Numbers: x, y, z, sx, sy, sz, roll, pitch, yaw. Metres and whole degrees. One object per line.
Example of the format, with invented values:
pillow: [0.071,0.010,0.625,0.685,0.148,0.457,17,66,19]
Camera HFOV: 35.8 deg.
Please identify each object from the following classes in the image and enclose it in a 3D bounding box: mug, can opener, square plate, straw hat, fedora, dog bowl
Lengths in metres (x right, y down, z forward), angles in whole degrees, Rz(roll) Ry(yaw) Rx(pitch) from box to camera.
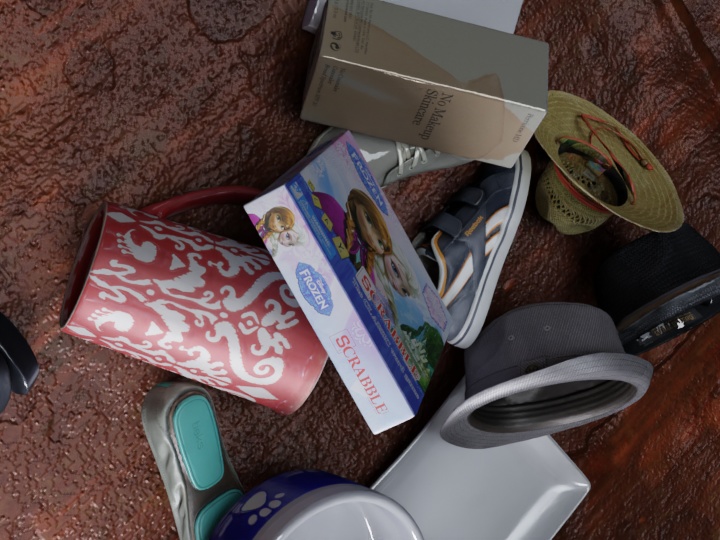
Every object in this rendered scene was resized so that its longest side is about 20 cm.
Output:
mug: [-0.136,0.015,0.931,0.199,0.178,0.134,19,122,-21]
can opener: [-0.337,0.035,0.859,0.063,0.079,0.200,-33,108,21]
square plate: [0.110,0.222,1.096,0.200,0.028,0.198,-47,112,-15]
straw hat: [0.215,-0.080,1.085,0.200,0.202,0.085,21,127,-25]
fedora: [0.293,0.015,1.102,0.199,0.201,0.092,-18,72,-23]
fedora: [0.162,0.089,1.024,0.177,0.199,0.091,26,47,-51]
dog bowl: [-0.039,0.275,0.944,0.199,0.079,0.202,-7,101,-37]

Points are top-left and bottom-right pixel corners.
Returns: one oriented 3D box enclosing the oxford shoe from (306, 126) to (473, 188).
oxford shoe: [0.044,-0.117,1.024,0.199,0.058,0.076,-15,102,-23]

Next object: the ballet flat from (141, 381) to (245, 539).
ballet flat: [-0.139,0.186,0.957,0.067,0.063,0.201,-25,110,-38]

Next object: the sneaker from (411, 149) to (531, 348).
sneaker: [0.097,-0.034,1.044,0.079,0.078,0.201,22,76,-13]

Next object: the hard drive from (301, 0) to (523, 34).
hard drive: [0.054,-0.249,1.035,0.199,0.026,0.133,19,86,-26]

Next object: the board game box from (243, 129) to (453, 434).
board game box: [0.000,0.000,0.905,0.041,0.200,0.201,-25,102,20]

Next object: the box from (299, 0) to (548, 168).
box: [0.055,-0.164,0.966,0.199,0.095,0.078,12,60,-7]
